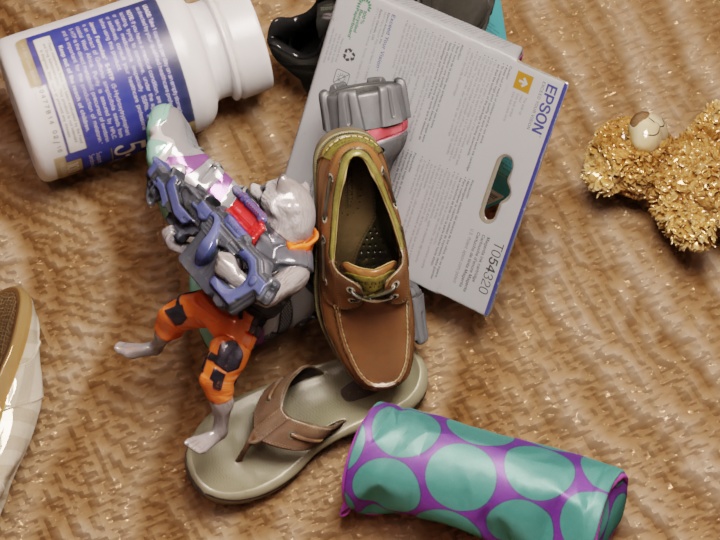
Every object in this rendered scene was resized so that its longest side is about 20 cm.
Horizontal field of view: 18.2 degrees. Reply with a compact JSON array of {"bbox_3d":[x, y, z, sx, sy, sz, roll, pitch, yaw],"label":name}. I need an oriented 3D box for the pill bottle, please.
[{"bbox_3d":[-0.176,-0.155,1.772,0.199,0.120,0.120,-19,64,-8],"label":"pill bottle"}]

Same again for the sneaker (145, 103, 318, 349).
[{"bbox_3d":[-0.077,-0.046,1.712,0.139,0.078,0.201,-18,91,3],"label":"sneaker"}]

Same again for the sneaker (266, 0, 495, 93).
[{"bbox_3d":[0.014,-0.191,1.757,0.200,0.091,0.076,-21,58,31],"label":"sneaker"}]

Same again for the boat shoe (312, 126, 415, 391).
[{"bbox_3d":[0.000,0.000,1.617,0.072,0.068,0.201,-14,107,-5],"label":"boat shoe"}]

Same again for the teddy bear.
[{"bbox_3d":[0.274,-0.072,1.753,0.200,0.067,0.145,39,68,18],"label":"teddy bear"}]

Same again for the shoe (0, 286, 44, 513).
[{"bbox_3d":[-0.277,0.106,1.685,0.070,0.053,0.201,-11,53,32],"label":"shoe"}]

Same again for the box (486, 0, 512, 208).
[{"bbox_3d":[0.076,-0.143,1.781,0.082,0.049,0.201,-24,59,29],"label":"box"}]

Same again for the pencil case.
[{"bbox_3d":[0.089,0.161,1.627,0.199,0.093,0.085,17,23,10],"label":"pencil case"}]

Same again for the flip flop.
[{"bbox_3d":[-0.041,0.105,1.672,0.199,0.058,0.081,-23,65,-11],"label":"flip flop"}]

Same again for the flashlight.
[{"bbox_3d":[0.015,-0.041,1.674,0.068,0.068,0.201,-12,102,-10],"label":"flashlight"}]

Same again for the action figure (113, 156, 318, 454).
[{"bbox_3d":[-0.098,0.005,1.628,0.194,0.104,0.200,-55,40,20],"label":"action figure"}]

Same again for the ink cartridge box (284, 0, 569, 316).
[{"bbox_3d":[0.048,-0.094,1.701,0.200,0.197,0.043,26,23,19],"label":"ink cartridge box"}]
